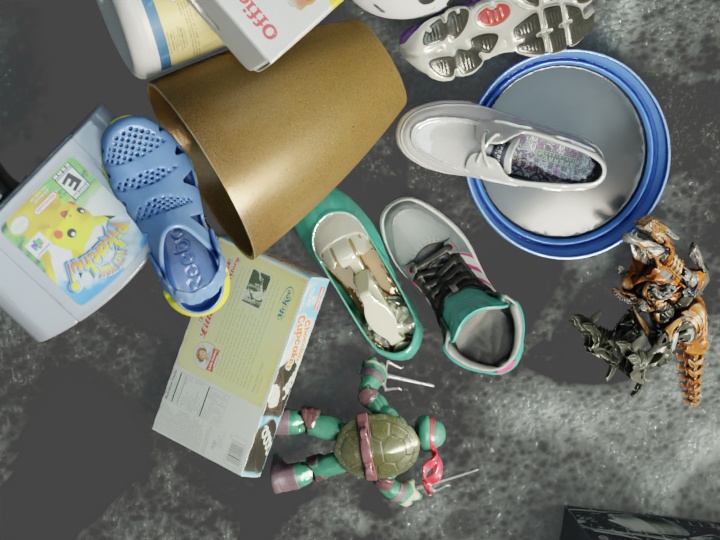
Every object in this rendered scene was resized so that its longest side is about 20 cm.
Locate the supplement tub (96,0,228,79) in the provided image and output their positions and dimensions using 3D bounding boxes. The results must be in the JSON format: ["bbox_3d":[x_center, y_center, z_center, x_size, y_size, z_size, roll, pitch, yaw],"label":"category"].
[{"bbox_3d":[-0.137,-0.272,1.655,0.199,0.145,0.145,-23,99,-11],"label":"supplement tub"}]

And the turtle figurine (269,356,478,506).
[{"bbox_3d":[0.009,0.159,1.761,0.199,0.101,0.150,-6,91,5],"label":"turtle figurine"}]

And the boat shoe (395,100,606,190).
[{"bbox_3d":[0.132,-0.109,1.705,0.199,0.069,0.072,17,96,-7],"label":"boat shoe"}]

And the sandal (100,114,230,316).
[{"bbox_3d":[-0.168,-0.046,1.633,0.079,0.087,0.200,-28,103,-3],"label":"sandal"}]

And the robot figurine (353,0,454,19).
[{"bbox_3d":[0.041,-0.331,1.675,0.150,0.125,0.201,0,95,-3],"label":"robot figurine"}]

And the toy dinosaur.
[{"bbox_3d":[0.291,0.049,1.770,0.136,0.102,0.200,-33,96,-14],"label":"toy dinosaur"}]

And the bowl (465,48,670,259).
[{"bbox_3d":[0.196,-0.113,1.764,0.200,0.039,0.202,-1,98,-5],"label":"bowl"}]

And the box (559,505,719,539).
[{"bbox_3d":[0.299,0.314,1.751,0.196,0.200,0.124,5,96,-6],"label":"box"}]

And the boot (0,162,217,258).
[{"bbox_3d":[-0.250,-0.070,1.722,0.174,0.069,0.200,-35,110,2],"label":"boot"}]

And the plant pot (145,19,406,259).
[{"bbox_3d":[-0.065,-0.141,1.680,0.200,0.186,0.187,-33,99,-9],"label":"plant pot"}]

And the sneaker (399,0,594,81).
[{"bbox_3d":[0.126,-0.238,1.727,0.199,0.083,0.081,-16,109,-18],"label":"sneaker"}]

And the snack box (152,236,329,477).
[{"bbox_3d":[-0.114,0.080,1.737,0.116,0.037,0.201,24,97,31],"label":"snack box"}]

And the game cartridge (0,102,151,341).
[{"bbox_3d":[-0.259,-0.037,1.677,0.200,0.040,0.133,-46,109,0],"label":"game cartridge"}]

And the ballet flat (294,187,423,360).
[{"bbox_3d":[0.000,0.000,1.748,0.067,0.070,0.200,-32,99,1],"label":"ballet flat"}]

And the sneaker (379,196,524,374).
[{"bbox_3d":[0.089,0.021,1.733,0.084,0.121,0.200,-37,99,1],"label":"sneaker"}]

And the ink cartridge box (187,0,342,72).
[{"bbox_3d":[-0.058,-0.286,1.555,0.200,0.083,0.145,-43,99,-8],"label":"ink cartridge box"}]
